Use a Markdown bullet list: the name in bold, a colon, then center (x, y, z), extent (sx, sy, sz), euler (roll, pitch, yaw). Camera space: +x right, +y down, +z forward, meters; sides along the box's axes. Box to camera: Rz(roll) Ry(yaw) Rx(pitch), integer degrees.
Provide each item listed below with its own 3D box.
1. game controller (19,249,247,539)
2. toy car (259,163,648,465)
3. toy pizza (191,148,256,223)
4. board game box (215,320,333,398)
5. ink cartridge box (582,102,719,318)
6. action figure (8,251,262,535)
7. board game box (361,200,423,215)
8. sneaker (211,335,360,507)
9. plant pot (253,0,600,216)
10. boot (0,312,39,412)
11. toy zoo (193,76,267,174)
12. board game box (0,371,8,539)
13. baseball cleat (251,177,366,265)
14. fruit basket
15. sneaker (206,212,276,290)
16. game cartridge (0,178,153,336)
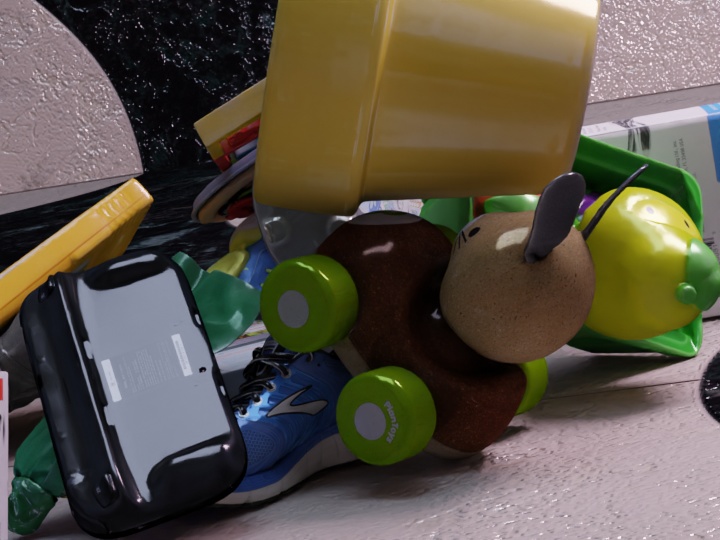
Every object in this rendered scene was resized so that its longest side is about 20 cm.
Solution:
- **game controller**: center (-0.133, 0.067, 1.348), extent (0.104, 0.042, 0.201), euler (-13, 46, -10)
- **toy car**: center (0.074, -0.002, 1.353), extent (0.200, 0.158, 0.164), euler (-43, -16, 31)
- **toy pizza**: center (-0.038, -0.081, 1.781), extent (0.199, 0.032, 0.200), euler (-30, -7, -4)
- **board game box**: center (-0.089, 0.078, 1.564), extent (0.147, 0.065, 0.200), euler (-13, 10, -20)
- **ink cartridge box**: center (0.205, -0.037, 1.698), extent (0.198, 0.147, 0.084), euler (-9, 9, 5)
- **action figure**: center (-0.145, 0.080, 1.404), extent (0.200, 0.055, 0.118), euler (-46, 29, -18)
- **board game box**: center (0.024, -0.033, 1.693), extent (0.043, 0.202, 0.199), euler (2, 13, 37)
- **sneaker**: center (-0.057, 0.083, 1.396), extent (0.199, 0.090, 0.078), euler (-21, 13, -39)
- **plant pot**: center (0.042, -0.125, 1.419), extent (0.187, 0.202, 0.201), euler (10, 8, -1)
- **boot**: center (-0.247, 0.080, 1.680), extent (0.130, 0.068, 0.200), euler (-40, -13, -11)
- **toy zoo**: center (-0.053, -0.118, 1.671), extent (0.131, 0.021, 0.200), euler (-30, -6, -1)
- **board game box**: center (-0.273, 0.121, 1.264), extent (0.199, 0.127, 0.035), euler (-5, -7, 34)
- **baseball cleat**: center (0.000, 0.000, 1.588), extent (0.070, 0.200, 0.106), euler (-35, 7, 14)
- **fruit basket**: center (0.155, -0.020, 1.517), extent (0.214, 0.157, 0.216), euler (2, -21, 1)
- **sneaker**: center (-0.076, 0.029, 1.733), extent (0.200, 0.076, 0.105), euler (-38, 56, -11)
- **game cartridge**: center (-0.248, 0.031, 1.718), extent (0.200, 0.032, 0.176), euler (-38, -7, -30)
